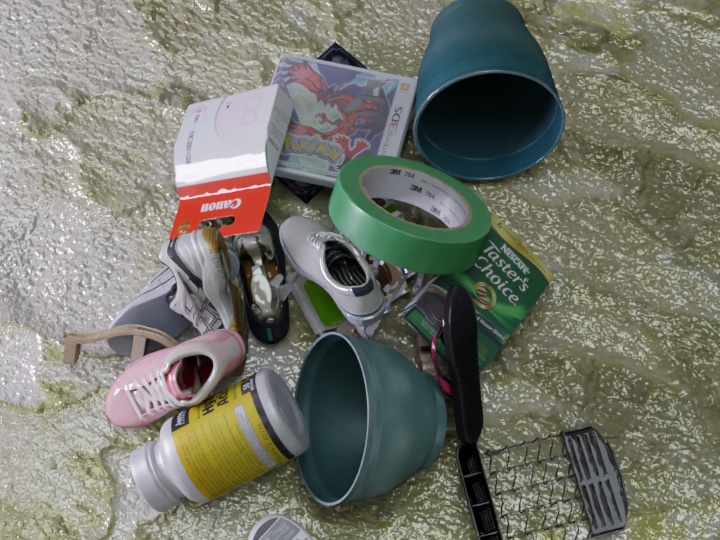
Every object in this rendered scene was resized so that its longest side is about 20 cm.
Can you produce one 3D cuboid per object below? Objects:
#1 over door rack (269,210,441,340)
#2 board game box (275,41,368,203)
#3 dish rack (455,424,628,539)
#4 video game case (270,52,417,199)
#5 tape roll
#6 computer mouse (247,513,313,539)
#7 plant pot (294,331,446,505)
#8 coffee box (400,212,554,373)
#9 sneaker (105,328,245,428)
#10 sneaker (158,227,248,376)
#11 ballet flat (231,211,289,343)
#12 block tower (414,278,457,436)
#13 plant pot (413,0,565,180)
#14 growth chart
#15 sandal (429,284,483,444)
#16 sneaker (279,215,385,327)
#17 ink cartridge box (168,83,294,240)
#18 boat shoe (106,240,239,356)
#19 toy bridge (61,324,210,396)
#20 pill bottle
[{"bbox_3d":[0.000,0.000,1.702,0.147,0.067,0.200,22,51,26],"label":"over door rack"},{"bbox_3d":[-0.054,-0.205,1.851,0.135,0.035,0.200,40,71,15],"label":"board game box"},{"bbox_3d":[0.224,0.267,1.640,0.197,0.055,0.155,-13,68,-5],"label":"dish rack"},{"bbox_3d":[-0.037,-0.197,1.807,0.197,0.023,0.184,12,65,9],"label":"video game case"},{"bbox_3d":[0.061,-0.071,1.657,0.198,0.049,0.201,16,30,-9],"label":"tape roll"},{"bbox_3d":[-0.051,0.369,1.598,0.200,0.044,0.110,44,77,10],"label":"computer mouse"},{"bbox_3d":[0.020,0.178,1.615,0.133,0.200,0.203,5,63,-27],"label":"plant pot"},{"bbox_3d":[0.151,0.031,1.702,0.123,0.044,0.200,46,54,-2],"label":"coffee box"},{"bbox_3d":[-0.237,0.136,1.620,0.199,0.105,0.076,-28,94,14],"label":"sneaker"},{"bbox_3d":[-0.195,0.042,1.678,0.087,0.202,0.076,-10,24,6],"label":"sneaker"},{"bbox_3d":[-0.129,-0.005,1.742,0.072,0.073,0.202,-9,67,-6],"label":"ballet flat"},{"bbox_3d":[0.100,0.114,1.706,0.053,0.058,0.202,-2,65,-2],"label":"block tower"},{"bbox_3d":[0.163,-0.258,1.804,0.197,0.201,0.190,-1,52,-2],"label":"plant pot"},{"bbox_3d":[-0.002,0.000,1.772,0.199,0.018,0.145,-35,71,-13],"label":"growth chart"},{"bbox_3d":[0.110,0.114,1.601,0.045,0.202,0.075,6,26,29],"label":"sandal"},{"bbox_3d":[-0.034,-0.018,1.625,0.073,0.071,0.200,-29,49,-22],"label":"sneaker"},{"bbox_3d":[-0.180,-0.140,1.761,0.161,0.057,0.202,-7,52,33],"label":"ink cartridge box"},{"bbox_3d":[-0.240,0.033,1.727,0.199,0.074,0.065,-34,27,-1],"label":"boat shoe"},{"bbox_3d":[-0.277,0.103,1.686,0.197,0.068,0.027,13,23,0],"label":"toy bridge"},{"bbox_3d":[-0.170,0.208,1.608,0.198,0.111,0.112,-28,68,8],"label":"pill bottle"}]
